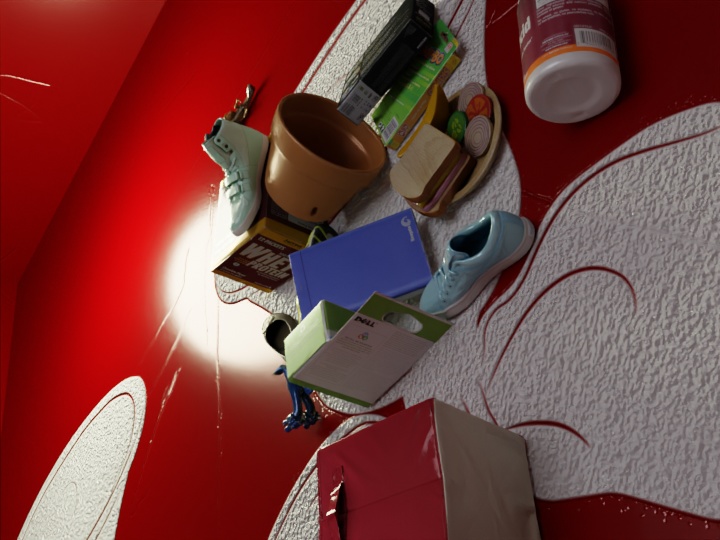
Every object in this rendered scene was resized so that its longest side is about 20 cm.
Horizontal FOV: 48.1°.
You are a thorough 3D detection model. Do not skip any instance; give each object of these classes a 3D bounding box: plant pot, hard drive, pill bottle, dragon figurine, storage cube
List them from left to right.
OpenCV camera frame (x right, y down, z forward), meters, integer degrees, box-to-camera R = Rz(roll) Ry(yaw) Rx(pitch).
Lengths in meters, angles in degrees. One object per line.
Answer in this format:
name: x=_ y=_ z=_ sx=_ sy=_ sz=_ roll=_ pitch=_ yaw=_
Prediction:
dragon figurine: x=-0.073 y=0.157 z=1.262 sx=0.099 sy=0.058 sz=0.202 roll=40 pitch=109 yaw=27
plant pot: x=-0.074 y=-0.179 z=1.350 sx=0.141 sy=0.197 sz=0.202 roll=-56 pitch=34 yaw=34
hard drive: x=0.000 y=0.000 z=1.173 sx=0.197 sy=0.025 sz=0.134 roll=-20 pitch=57 yaw=8
storage cube: x=0.075 y=0.265 z=0.875 sx=0.179 sy=0.198 sz=0.174 roll=-31 pitch=47 yaw=35
pill bottle: x=0.251 y=-0.295 z=0.990 sx=0.114 sy=0.113 sz=0.203 roll=-30 pitch=49 yaw=45

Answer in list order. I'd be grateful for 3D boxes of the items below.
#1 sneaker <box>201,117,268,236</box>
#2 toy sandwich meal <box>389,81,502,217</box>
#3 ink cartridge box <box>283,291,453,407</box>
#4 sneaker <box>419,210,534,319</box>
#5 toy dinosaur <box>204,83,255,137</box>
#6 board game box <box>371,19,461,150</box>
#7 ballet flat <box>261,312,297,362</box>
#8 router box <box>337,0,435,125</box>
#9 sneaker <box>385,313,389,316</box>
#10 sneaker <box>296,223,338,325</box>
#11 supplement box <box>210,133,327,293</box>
sneaker: x=-0.230 y=-0.163 z=1.391 sx=0.073 sy=0.117 sz=0.204 roll=-21 pitch=56 yaw=47
toy sandwich meal: x=0.119 y=-0.181 z=1.165 sx=0.204 sy=0.069 sz=0.209 roll=-33 pitch=47 yaw=44
ink cartridge box: x=0.009 y=0.088 z=1.111 sx=0.200 sy=0.146 sz=0.077 roll=-47 pitch=37 yaw=30
sneaker: x=0.129 y=-0.014 z=1.047 sx=0.200 sy=0.081 sz=0.075 roll=-47 pitch=38 yaw=32
toy dinosaur: x=-0.306 y=-0.353 z=1.935 sx=0.200 sy=0.060 sz=0.107 roll=-44 pitch=19 yaw=24
board game box: x=0.092 y=-0.302 z=1.316 sx=0.201 sy=0.030 sz=0.096 roll=-55 pitch=35 yaw=27
ballet flat: x=-0.133 y=0.121 z=1.400 sx=0.068 sy=0.046 sz=0.200 roll=-63 pitch=32 yaw=8
router box: x=0.044 y=-0.359 z=1.357 sx=0.200 sy=0.051 sz=0.150 roll=-45 pitch=21 yaw=32
sneaker: x=0.002 y=0.039 z=1.204 sx=0.075 sy=0.087 sz=0.203 roll=36 pitch=103 yaw=58
sneaker: x=-0.078 y=0.017 z=1.350 sx=0.076 sy=0.075 sz=0.204 roll=-23 pitch=53 yaw=47
supplement box: x=-0.166 y=-0.101 z=1.494 sx=0.196 sy=0.131 sz=0.203 roll=-32 pitch=47 yaw=44
